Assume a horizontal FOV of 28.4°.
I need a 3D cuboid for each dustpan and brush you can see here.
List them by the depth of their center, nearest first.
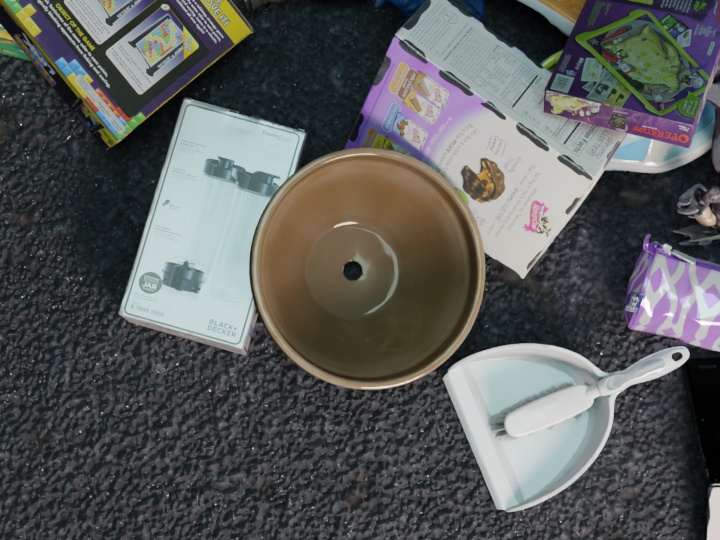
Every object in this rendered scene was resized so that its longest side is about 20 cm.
[{"bbox_3d":[0.188,0.110,1.230,0.199,0.057,0.140,-22,82,-4],"label":"dustpan and brush"}]

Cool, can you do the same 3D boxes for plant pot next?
[{"bbox_3d":[0.000,0.000,1.220,0.200,0.093,0.202,1,87,-11],"label":"plant pot"}]

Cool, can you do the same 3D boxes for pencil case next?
[{"bbox_3d":[0.326,0.029,1.232,0.199,0.084,0.086,14,111,0],"label":"pencil case"}]

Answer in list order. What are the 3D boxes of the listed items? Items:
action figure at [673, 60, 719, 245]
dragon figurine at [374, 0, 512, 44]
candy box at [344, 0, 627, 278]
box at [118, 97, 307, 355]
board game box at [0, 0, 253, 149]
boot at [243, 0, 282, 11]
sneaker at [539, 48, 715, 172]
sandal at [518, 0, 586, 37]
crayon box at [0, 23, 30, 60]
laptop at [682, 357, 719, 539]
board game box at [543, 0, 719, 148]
[{"bbox_3d":[0.326,-0.096,1.229,0.130,0.069,0.201,-23,117,-30],"label":"action figure"},{"bbox_3d":[0.069,-0.227,1.242,0.099,0.200,0.059,29,77,42],"label":"dragon figurine"},{"bbox_3d":[0.102,-0.110,1.205,0.200,0.168,0.072,36,57,4],"label":"candy box"},{"bbox_3d":[-0.126,-0.038,1.249,0.116,0.060,0.201,14,82,2],"label":"box"},{"bbox_3d":[-0.220,-0.235,1.237,0.165,0.057,0.200,-42,102,-20],"label":"board game box"},{"bbox_3d":[-0.057,-0.339,1.295,0.131,0.070,0.201,-1,77,4],"label":"boot"},{"bbox_3d":[0.231,-0.143,1.230,0.199,0.131,0.080,-9,66,-2],"label":"sneaker"},{"bbox_3d":[0.166,-0.264,1.255,0.206,0.079,0.059,37,125,23],"label":"sandal"},{"bbox_3d":[-0.350,-0.268,1.282,0.199,0.058,0.119,15,82,1],"label":"crayon box"},{"bbox_3d":[0.383,0.187,1.248,0.186,0.116,0.201,-2,53,-2],"label":"laptop"},{"bbox_3d":[0.234,-0.185,1.159,0.120,0.032,0.200,13,49,18],"label":"board game box"}]
